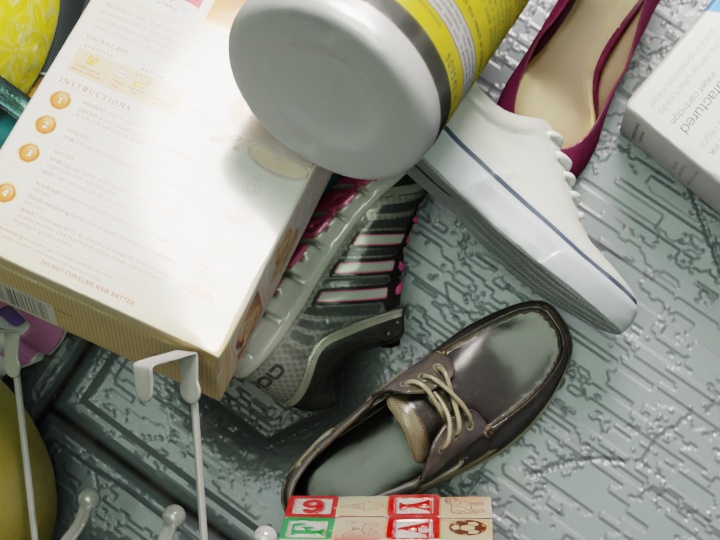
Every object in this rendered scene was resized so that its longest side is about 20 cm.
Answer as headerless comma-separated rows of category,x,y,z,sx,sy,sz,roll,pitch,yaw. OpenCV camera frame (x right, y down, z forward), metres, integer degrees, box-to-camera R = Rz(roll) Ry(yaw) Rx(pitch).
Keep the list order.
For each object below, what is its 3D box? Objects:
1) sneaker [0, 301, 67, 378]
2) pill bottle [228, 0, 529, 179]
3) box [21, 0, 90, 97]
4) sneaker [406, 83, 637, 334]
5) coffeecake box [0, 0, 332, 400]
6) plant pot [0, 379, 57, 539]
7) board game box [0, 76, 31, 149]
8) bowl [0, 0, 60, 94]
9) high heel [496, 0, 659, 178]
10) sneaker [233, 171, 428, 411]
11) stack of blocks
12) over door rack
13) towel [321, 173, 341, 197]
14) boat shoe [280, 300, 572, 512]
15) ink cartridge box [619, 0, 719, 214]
sneaker,-0.247,0.038,0.907,0.199,0.089,0.080,-32,119,24
pill bottle,0.029,-0.152,0.763,0.114,0.115,0.200,29,57,9
box,-0.206,-0.157,0.926,0.158,0.046,0.202,17,89,9
sneaker,0.091,-0.047,0.830,0.200,0.073,0.071,43,81,-15
coffeecake box,-0.101,-0.057,0.808,0.153,0.073,0.201,24,68,5
plant pot,-0.287,0.147,0.828,0.198,0.142,0.202,4,113,10
board game box,-0.278,-0.053,0.863,0.199,0.135,0.028,-32,44,23
bowl,-0.284,-0.169,0.861,0.198,0.108,0.202,-1,86,9
high heel,0.121,-0.121,0.852,0.067,0.096,0.201,24,89,8
sneaker,0.000,0.000,0.874,0.087,0.074,0.200,43,75,-20
stack of blocks,0.017,0.229,0.827,0.114,0.059,0.202,0,104,4
over door rack,-0.123,0.121,0.802,0.147,0.067,0.202,4,114,36
towel,-0.044,-0.128,0.891,0.146,0.022,0.200,39,75,8
boat shoe,0.040,0.091,0.859,0.200,0.073,0.075,-40,82,4
ink cartridge box,0.267,-0.077,0.834,0.200,0.084,0.145,40,92,8
